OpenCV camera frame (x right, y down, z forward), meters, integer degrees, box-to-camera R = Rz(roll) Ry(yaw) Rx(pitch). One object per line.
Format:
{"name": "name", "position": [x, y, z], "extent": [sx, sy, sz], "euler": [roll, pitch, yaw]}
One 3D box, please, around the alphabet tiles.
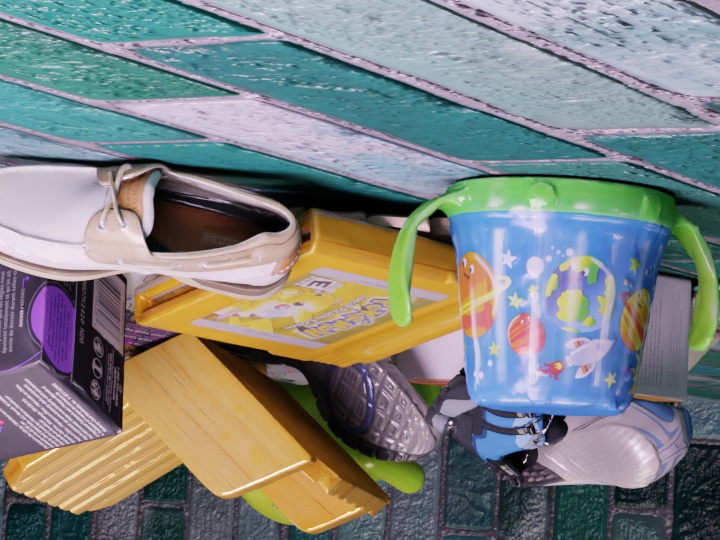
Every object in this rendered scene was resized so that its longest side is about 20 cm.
{"name": "alphabet tiles", "position": [-0.014, -0.030, 1.630], "extent": [0.200, 0.015, 0.196], "euler": [4, 177, 2]}

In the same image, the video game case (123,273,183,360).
{"name": "video game case", "position": [-0.208, 0.010, 1.654], "extent": [0.200, 0.036, 0.181], "euler": [12, 149, -22]}

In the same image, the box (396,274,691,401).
{"name": "box", "position": [0.141, 0.045, 1.868], "extent": [0.200, 0.098, 0.124], "euler": [10, 171, -43]}

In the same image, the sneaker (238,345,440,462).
{"name": "sneaker", "position": [-0.009, 0.063, 1.821], "extent": [0.200, 0.075, 0.087], "euler": [43, -148, 23]}

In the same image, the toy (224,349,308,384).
{"name": "toy", "position": [-0.135, 0.080, 1.875], "extent": [0.200, 0.047, 0.115], "euler": [19, 168, -30]}

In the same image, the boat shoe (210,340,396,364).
{"name": "boat shoe", "position": [-0.072, 0.040, 1.936], "extent": [0.200, 0.075, 0.093], "euler": [18, 174, -31]}

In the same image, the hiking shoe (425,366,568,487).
{"name": "hiking shoe", "position": [0.117, 0.075, 1.695], "extent": [0.087, 0.074, 0.200], "euler": [40, 151, 6]}

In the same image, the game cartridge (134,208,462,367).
{"name": "game cartridge", "position": [-0.016, 0.018, 1.602], "extent": [0.200, 0.032, 0.176], "euler": [16, 152, -41]}

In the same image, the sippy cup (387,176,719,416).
{"name": "sippy cup", "position": [0.114, 0.018, 1.443], "extent": [0.178, 0.130, 0.140], "euler": [1, 175, 19]}

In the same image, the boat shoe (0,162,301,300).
{"name": "boat shoe", "position": [-0.133, -0.034, 1.443], "extent": [0.200, 0.075, 0.068], "euler": [6, 155, -10]}

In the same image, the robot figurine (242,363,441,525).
{"name": "robot figurine", "position": [-0.025, 0.127, 1.994], "extent": [0.200, 0.116, 0.175], "euler": [-35, -146, -32]}

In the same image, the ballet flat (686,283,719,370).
{"name": "ballet flat", "position": [0.232, 0.047, 1.972], "extent": [0.069, 0.071, 0.200], "euler": [10, 171, -44]}

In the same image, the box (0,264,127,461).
{"name": "box", "position": [-0.259, 0.051, 1.560], "extent": [0.200, 0.122, 0.106], "euler": [-13, 146, 19]}

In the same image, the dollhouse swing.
{"name": "dollhouse swing", "position": [-0.116, 0.155, 1.750], "extent": [0.182, 0.176, 0.200], "euler": [45, -179, 21]}

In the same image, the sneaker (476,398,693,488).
{"name": "sneaker", "position": [0.157, 0.120, 1.818], "extent": [0.200, 0.072, 0.072], "euler": [5, -157, 44]}
